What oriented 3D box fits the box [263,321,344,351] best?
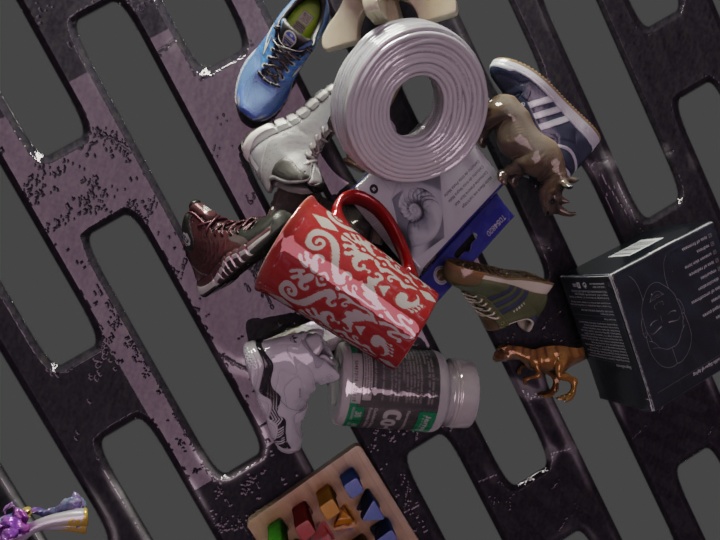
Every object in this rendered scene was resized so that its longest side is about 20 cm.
[{"bbox_3d":[-0.061,0.095,1.027,0.196,0.042,0.039,-22,61,-6],"label":"box"}]

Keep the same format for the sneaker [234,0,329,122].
[{"bbox_3d":[-0.106,-0.294,0.973,0.078,0.089,0.203,30,89,-8],"label":"sneaker"}]

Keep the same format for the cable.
[{"bbox_3d":[0.063,-0.206,0.911,0.199,0.069,0.200,-40,123,2],"label":"cable"}]

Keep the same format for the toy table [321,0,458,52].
[{"bbox_3d":[0.027,-0.361,0.930,0.181,0.199,0.120,-11,88,28],"label":"toy table"}]

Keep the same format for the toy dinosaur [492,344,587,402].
[{"bbox_3d":[0.298,0.135,1.080,0.195,0.060,0.109,-5,94,-8],"label":"toy dinosaur"}]

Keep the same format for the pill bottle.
[{"bbox_3d":[0.059,0.165,1.017,0.195,0.113,0.116,6,93,-12],"label":"pill bottle"}]

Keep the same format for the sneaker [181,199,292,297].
[{"bbox_3d":[-0.177,-0.054,0.951,0.199,0.075,0.117,-33,87,36],"label":"sneaker"}]

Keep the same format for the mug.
[{"bbox_3d":[-0.002,0.002,0.889,0.198,0.133,0.179,33,91,2],"label":"mug"}]

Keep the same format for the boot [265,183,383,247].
[{"bbox_3d":[-0.061,-0.026,0.996,0.171,0.069,0.204,17,63,-10],"label":"boot"}]

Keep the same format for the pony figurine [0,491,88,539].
[{"bbox_3d":[-0.461,0.354,0.951,0.196,0.166,0.198,-2,102,-24],"label":"pony figurine"}]

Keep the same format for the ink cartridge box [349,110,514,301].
[{"bbox_3d":[0.110,-0.094,1.016,0.200,0.040,0.201,-45,101,-22],"label":"ink cartridge box"}]

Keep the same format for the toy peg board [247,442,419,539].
[{"bbox_3d":[-0.028,0.395,1.031,0.197,0.098,0.202,-33,99,-5],"label":"toy peg board"}]

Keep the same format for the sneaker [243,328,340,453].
[{"bbox_3d":[-0.081,0.163,0.987,0.113,0.076,0.203,-18,126,-5],"label":"sneaker"}]

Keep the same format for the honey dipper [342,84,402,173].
[{"bbox_3d":[0.035,-0.235,1.027,0.037,0.038,0.203,27,87,-9],"label":"honey dipper"}]

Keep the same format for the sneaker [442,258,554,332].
[{"bbox_3d":[0.190,0.043,1.031,0.197,0.067,0.092,9,104,-34],"label":"sneaker"}]

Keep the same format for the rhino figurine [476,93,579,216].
[{"bbox_3d":[0.227,-0.152,0.992,0.087,0.060,0.201,-43,84,30],"label":"rhino figurine"}]

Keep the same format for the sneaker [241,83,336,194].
[{"bbox_3d":[-0.054,-0.166,0.983,0.197,0.075,0.117,-29,72,4],"label":"sneaker"}]

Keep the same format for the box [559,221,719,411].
[{"bbox_3d":[0.422,0.061,1.044,0.197,0.124,0.200,-23,96,-18],"label":"box"}]

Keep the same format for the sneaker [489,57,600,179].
[{"bbox_3d":[0.244,-0.205,1.041,0.199,0.070,0.109,37,87,-12],"label":"sneaker"}]
